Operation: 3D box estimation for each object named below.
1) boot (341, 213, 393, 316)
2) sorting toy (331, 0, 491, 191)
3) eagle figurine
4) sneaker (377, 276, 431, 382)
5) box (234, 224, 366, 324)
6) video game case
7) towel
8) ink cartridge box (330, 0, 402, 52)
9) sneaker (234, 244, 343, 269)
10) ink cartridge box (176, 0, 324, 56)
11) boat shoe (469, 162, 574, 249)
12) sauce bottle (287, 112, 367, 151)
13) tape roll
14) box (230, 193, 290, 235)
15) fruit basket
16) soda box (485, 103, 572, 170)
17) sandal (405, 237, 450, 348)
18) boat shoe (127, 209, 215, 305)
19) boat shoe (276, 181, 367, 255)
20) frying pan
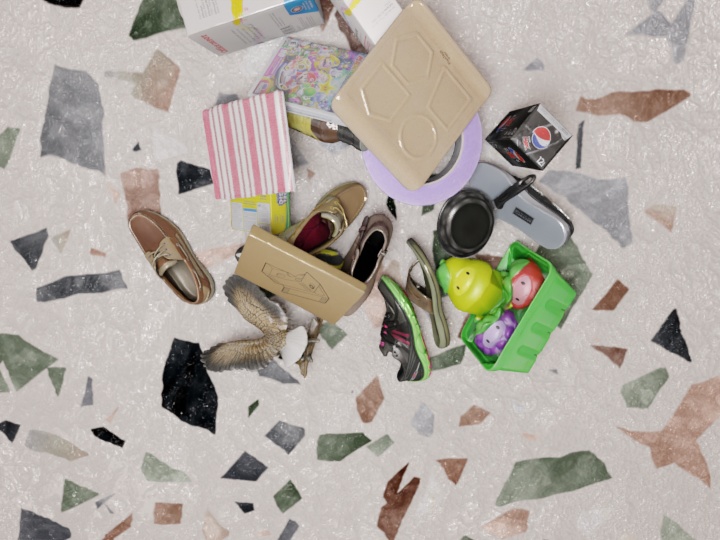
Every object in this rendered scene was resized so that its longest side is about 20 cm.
[{"bbox_3d":[0.000,0.000,0.955,0.068,0.146,0.206,17,102,-2],"label":"boot"},{"bbox_3d":[0.077,-0.253,0.840,0.184,0.036,0.201,41,86,-21],"label":"sorting toy"},{"bbox_3d":[-0.173,0.115,1.000,0.195,0.153,0.154,20,122,-7],"label":"eagle figurine"},{"bbox_3d":[0.066,0.110,1.012,0.081,0.077,0.206,-18,99,4],"label":"sneaker"},{"bbox_3d":[-0.102,0.013,0.917,0.196,0.164,0.022,28,62,-9],"label":"box"},{"bbox_3d":[-0.061,-0.298,0.893,0.194,0.018,0.146,17,62,14],"label":"video game case"},{"bbox_3d":[-0.176,-0.192,0.900,0.196,0.030,0.151,2,103,39],"label":"towel"},{"bbox_3d":[0.010,-0.407,0.885,0.067,0.117,0.201,-38,98,6],"label":"ink cartridge box"},{"bbox_3d":[-0.128,0.002,0.998,0.193,0.075,0.087,10,116,8],"label":"sneaker"},{"bbox_3d":[-0.172,-0.441,0.869,0.194,0.147,0.149,-14,98,6],"label":"ink cartridge box"},{"bbox_3d":[0.272,-0.117,0.955,0.198,0.067,0.075,37,129,22],"label":"boat shoe"},{"bbox_3d":[-0.067,-0.242,0.910,0.197,0.064,0.066,30,104,26],"label":"sauce bottle"},{"bbox_3d":[0.098,-0.213,0.939,0.193,0.085,0.207,1,102,3],"label":"tape roll"},{"bbox_3d":[-0.172,-0.168,0.951,0.115,0.048,0.207,11,108,40],"label":"box"},{"bbox_3d":[0.228,0.048,0.965,0.208,0.156,0.223,-5,111,-13],"label":"fruit basket"},{"bbox_3d":[0.252,-0.203,0.874,0.070,0.200,0.064,40,101,-6],"label":"soda box"},{"bbox_3d":[0.110,0.045,0.993,0.056,0.080,0.207,-15,101,1],"label":"sandal"},{"bbox_3d":[-0.335,-0.022,1.003,0.075,0.072,0.201,-41,97,10],"label":"boat shoe"},{"bbox_3d":[-0.054,-0.077,0.943,0.200,0.066,0.075,-44,115,-21],"label":"boat shoe"},{"bbox_3d":[0.200,-0.108,0.952,0.192,0.030,0.116,-54,53,20],"label":"frying pan"}]
